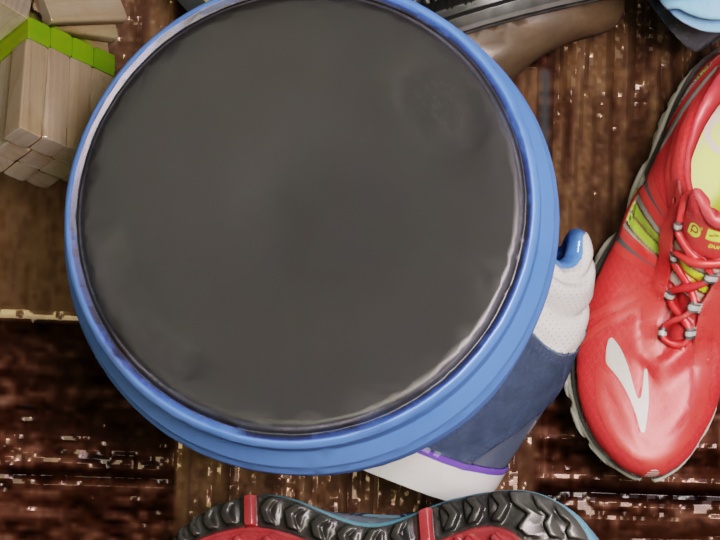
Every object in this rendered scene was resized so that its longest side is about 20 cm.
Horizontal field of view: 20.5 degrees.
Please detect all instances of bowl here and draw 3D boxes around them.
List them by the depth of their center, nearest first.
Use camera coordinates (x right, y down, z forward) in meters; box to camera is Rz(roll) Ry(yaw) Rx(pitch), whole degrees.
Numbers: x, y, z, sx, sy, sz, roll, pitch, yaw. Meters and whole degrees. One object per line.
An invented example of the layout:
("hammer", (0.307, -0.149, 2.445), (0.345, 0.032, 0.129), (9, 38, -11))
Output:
("bowl", (-0.022, -0.021, 0.783), (0.200, 0.039, 0.202), (-2, 76, 7))

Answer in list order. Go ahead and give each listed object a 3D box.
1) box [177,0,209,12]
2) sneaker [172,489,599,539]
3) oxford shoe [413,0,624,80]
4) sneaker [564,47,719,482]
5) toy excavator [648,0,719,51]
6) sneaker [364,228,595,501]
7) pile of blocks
("box", (-0.062, -0.198, 0.798), (0.158, 0.200, 0.051), (48, 61, 2))
("sneaker", (0.012, 0.139, 0.841), (0.199, 0.095, 0.080), (-4, 75, 23))
("oxford shoe", (0.031, -0.076, 0.869), (0.199, 0.073, 0.085), (-24, 106, -3))
("sneaker", (0.140, -0.008, 0.854), (0.077, 0.085, 0.201), (16, 86, -1))
("toy excavator", (0.111, -0.181, 0.791), (0.100, 0.200, 0.195), (-35, 89, 23))
("sneaker", (0.000, 0.000, 0.835), (0.199, 0.081, 0.147), (23, 101, -10))
("pile of blocks", (-0.158, -0.121, 0.867), (0.062, 0.082, 0.201), (-29, 76, 38))
